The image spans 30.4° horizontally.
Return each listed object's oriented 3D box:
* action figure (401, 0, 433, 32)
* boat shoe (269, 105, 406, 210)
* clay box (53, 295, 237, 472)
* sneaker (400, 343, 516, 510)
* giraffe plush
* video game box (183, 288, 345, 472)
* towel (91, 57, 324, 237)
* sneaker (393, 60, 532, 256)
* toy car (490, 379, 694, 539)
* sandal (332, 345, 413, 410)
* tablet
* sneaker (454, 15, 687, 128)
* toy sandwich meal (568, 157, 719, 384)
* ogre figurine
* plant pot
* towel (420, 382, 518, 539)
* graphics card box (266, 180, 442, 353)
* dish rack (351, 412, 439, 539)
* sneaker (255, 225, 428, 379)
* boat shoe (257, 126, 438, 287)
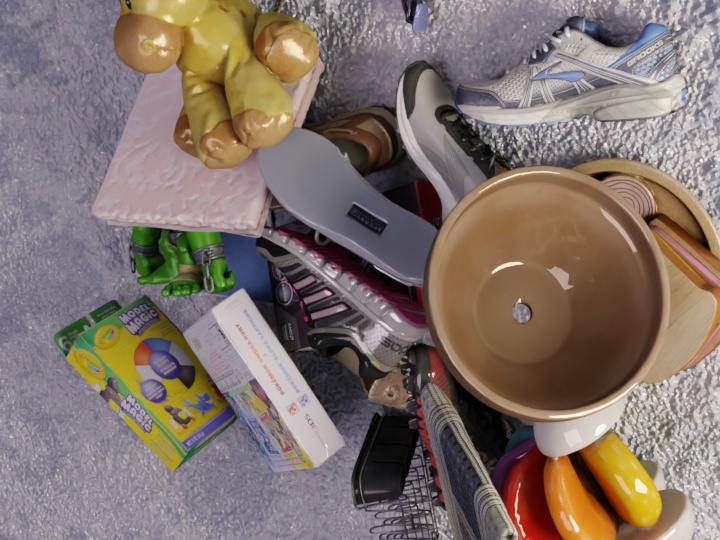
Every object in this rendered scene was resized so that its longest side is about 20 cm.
[{"bbox_3d":[0.012,-0.300,1.115,0.192,0.104,0.203,18,118,36],"label":"action figure"},{"bbox_3d":[-0.051,-0.101,1.255,0.198,0.074,0.076,-21,101,35],"label":"boat shoe"},{"bbox_3d":[-0.230,0.111,1.446,0.200,0.115,0.048,45,127,7],"label":"clay box"},{"bbox_3d":[0.095,0.142,1.253,0.096,0.071,0.202,-13,127,7],"label":"sneaker"},{"bbox_3d":[-0.145,-0.210,1.159,0.171,0.203,0.161,-19,145,42],"label":"giraffe plush"},{"bbox_3d":[-0.103,0.118,1.349,0.184,0.046,0.200,59,162,0],"label":"video game box"},{"bbox_3d":[-0.146,-0.125,1.264,0.197,0.193,0.032,5,156,30],"label":"towel"},{"bbox_3d":[0.095,-0.094,1.160,0.079,0.074,0.202,-28,85,38],"label":"sneaker"},{"bbox_3d":[0.183,0.182,1.152,0.149,0.200,0.176,-35,100,2],"label":"toy car"},{"bbox_3d":[0.017,0.103,1.309,0.210,0.069,0.078,33,125,17],"label":"sandal"},{"bbox_3d":[-0.145,-0.065,1.376,0.128,0.014,0.203,8,116,30],"label":"tablet"},{"bbox_3d":[0.171,-0.166,1.097,0.197,0.077,0.087,-2,100,26],"label":"sneaker"},{"bbox_3d":[0.222,0.005,1.131,0.203,0.070,0.208,14,118,28],"label":"toy sandwich meal"},{"bbox_3d":[-0.189,-0.043,1.346,0.097,0.200,0.122,-8,99,-11],"label":"ogre figurine"},{"bbox_3d":[0.143,0.025,1.073,0.201,0.200,0.093,48,165,5],"label":"plant pot"},{"bbox_3d":[0.110,0.226,1.154,0.193,0.034,0.202,-119,13,-52],"label":"towel"},{"bbox_3d":[0.000,0.000,1.263,0.198,0.051,0.128,-15,81,38],"label":"graphics card box"},{"bbox_3d":[0.046,0.257,1.314,0.054,0.154,0.203,-7,108,15],"label":"dish rack"},{"bbox_3d":[-0.031,0.031,1.209,0.199,0.073,0.088,34,105,26],"label":"sneaker"},{"bbox_3d":[-0.005,-0.051,1.182,0.201,0.075,0.086,33,170,12],"label":"boat shoe"}]
